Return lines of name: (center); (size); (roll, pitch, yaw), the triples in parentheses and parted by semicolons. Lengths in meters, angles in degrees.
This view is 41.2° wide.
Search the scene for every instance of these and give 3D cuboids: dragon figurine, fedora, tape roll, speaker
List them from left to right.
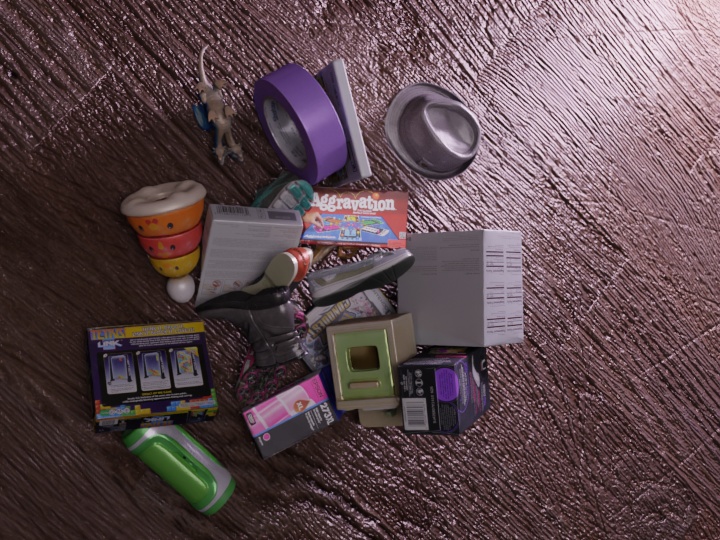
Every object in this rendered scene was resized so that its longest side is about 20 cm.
speaker: (-0.306, 0.322, 1.620); (0.200, 0.088, 0.089); (46, 74, -15)
dragon figurine: (-0.257, -0.281, 1.667); (0.058, 0.100, 0.202); (-21, 77, -19)
tape roll: (-0.105, -0.251, 1.652); (0.065, 0.200, 0.202); (-32, 100, -18)
fedora: (0.152, -0.267, 1.812); (0.199, 0.090, 0.178); (39, 75, -16)

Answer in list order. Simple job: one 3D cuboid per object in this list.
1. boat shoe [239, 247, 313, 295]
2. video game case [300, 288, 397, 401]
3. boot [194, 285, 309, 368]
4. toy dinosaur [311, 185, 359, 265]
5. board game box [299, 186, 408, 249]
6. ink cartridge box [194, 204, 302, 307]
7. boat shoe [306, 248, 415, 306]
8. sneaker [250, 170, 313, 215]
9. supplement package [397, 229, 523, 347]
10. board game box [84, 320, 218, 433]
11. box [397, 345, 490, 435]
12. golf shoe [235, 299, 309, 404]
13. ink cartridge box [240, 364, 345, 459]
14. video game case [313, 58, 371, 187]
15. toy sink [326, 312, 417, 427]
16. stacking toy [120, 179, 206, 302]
boat shoe: (-0.152, 0.031, 1.642); (0.071, 0.200, 0.062); (48, 35, 9)
video game case: (-0.019, 0.121, 1.770); (0.200, 0.025, 0.182); (-42, 103, -17)
boot: (-0.187, 0.104, 1.610); (0.070, 0.198, 0.134); (-30, 110, -53)
toy dinosaur: (-0.055, -0.056, 1.755); (0.105, 0.060, 0.202); (29, 89, -4)
board game box: (-0.014, -0.095, 1.718); (0.197, 0.019, 0.105); (3, 89, -3)
ink cartridge box: (-0.198, -0.020, 1.655); (0.158, 0.048, 0.202); (2, 132, -21)
boat shoe: (0.000, 0.001, 1.714); (0.200, 0.074, 0.066); (-23, 68, 8)
sneaker: (-0.169, -0.096, 1.694); (0.200, 0.091, 0.078); (-42, 130, 6)
supplement package: (0.181, 0.032, 1.743); (0.146, 0.189, 0.204); (0, 89, -52)
board game box: (-0.347, 0.173, 1.583); (0.197, 0.057, 0.167); (-2, 57, -21)
box: (0.149, 0.203, 1.666); (0.105, 0.199, 0.124); (-3, 94, 23)
golf shoe: (-0.161, 0.143, 1.691); (0.072, 0.092, 0.201); (27, 100, -31)
ink cartridge box: (-0.107, 0.249, 1.714); (0.198, 0.037, 0.096); (-26, 99, -14)
video game case: (-0.040, -0.254, 1.687); (0.023, 0.182, 0.203); (-16, 95, -17)
toy sink: (0.027, 0.185, 1.685); (0.128, 0.112, 0.203); (-6, 93, 23)
stacking toy: (-0.313, -0.040, 1.619); (0.144, 0.146, 0.203); (-18, 111, -21)
